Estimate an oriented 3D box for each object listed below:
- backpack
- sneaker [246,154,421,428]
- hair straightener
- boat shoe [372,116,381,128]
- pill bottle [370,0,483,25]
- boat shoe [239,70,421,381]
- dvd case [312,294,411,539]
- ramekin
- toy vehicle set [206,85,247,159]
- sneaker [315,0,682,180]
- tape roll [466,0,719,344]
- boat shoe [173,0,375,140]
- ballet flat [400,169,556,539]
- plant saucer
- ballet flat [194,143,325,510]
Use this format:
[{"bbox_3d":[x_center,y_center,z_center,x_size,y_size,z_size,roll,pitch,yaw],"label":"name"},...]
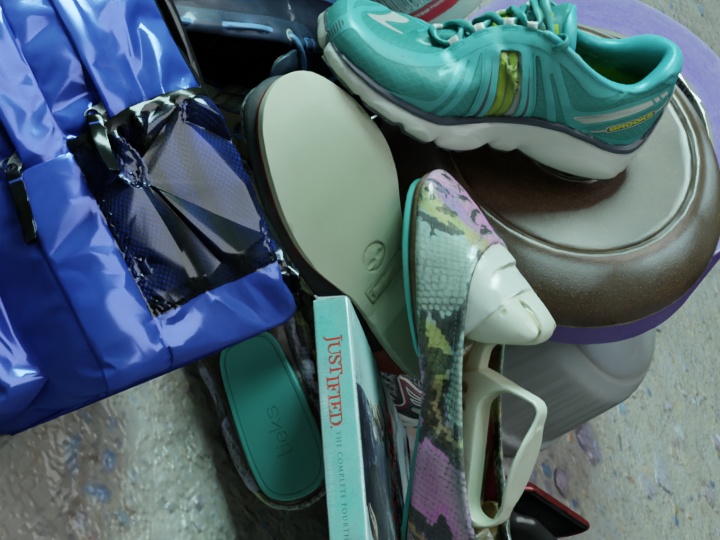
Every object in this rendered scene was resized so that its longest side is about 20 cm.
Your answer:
[{"bbox_3d":[-0.139,-0.042,0.621,0.167,0.162,0.202,-21,89,-37],"label":"backpack"},{"bbox_3d":[0.000,0.000,0.873,0.201,0.074,0.081,59,34,-12],"label":"sneaker"},{"bbox_3d":[0.085,0.153,0.912,0.200,0.041,0.078,44,38,-47],"label":"hair straightener"},{"bbox_3d":[-0.012,-0.105,0.930,0.073,0.061,0.202,-20,88,-60],"label":"boat shoe"},{"bbox_3d":[-0.014,-0.210,0.769,0.200,0.110,0.112,40,40,-47],"label":"pill bottle"},{"bbox_3d":[-0.010,-0.019,0.773,0.071,0.062,0.201,-48,130,-18],"label":"boat shoe"},{"bbox_3d":[0.008,0.119,0.775,0.200,0.022,0.147,71,12,-62],"label":"dvd case"},{"bbox_3d":[0.114,0.013,1.008,0.202,0.094,0.204,33,45,-41],"label":"ramekin"},{"bbox_3d":[-0.131,-0.140,0.815,0.200,0.026,0.125,38,42,-36],"label":"toy vehicle set"},{"bbox_3d":[0.070,-0.107,0.765,0.198,0.080,0.078,8,47,-27],"label":"sneaker"},{"bbox_3d":[0.129,-0.064,0.908,0.198,0.085,0.202,7,59,-11],"label":"tape roll"},{"bbox_3d":[-0.061,-0.104,0.769,0.199,0.084,0.069,14,56,-37],"label":"boat shoe"},{"bbox_3d":[0.059,0.052,0.754,0.069,0.071,0.202,-5,98,-58],"label":"ballet flat"},{"bbox_3d":[0.110,-0.065,0.837,0.198,0.032,0.202,6,58,-10],"label":"plant saucer"},{"bbox_3d":[-0.060,0.026,0.794,0.072,0.072,0.202,-8,78,-56],"label":"ballet flat"}]
